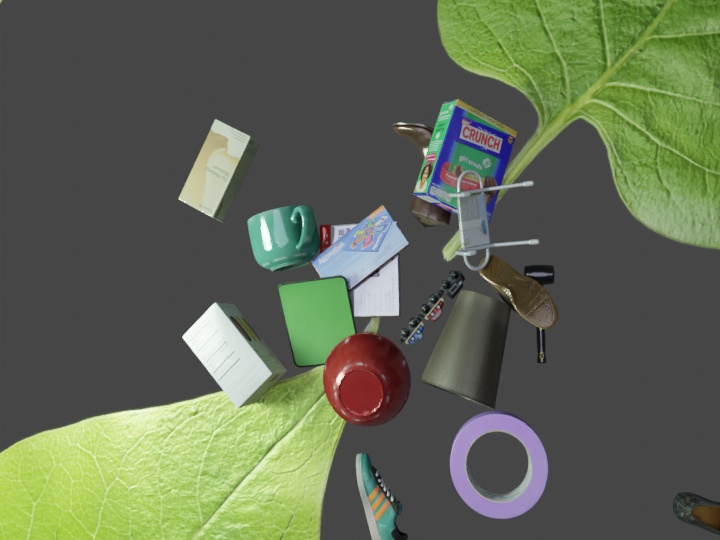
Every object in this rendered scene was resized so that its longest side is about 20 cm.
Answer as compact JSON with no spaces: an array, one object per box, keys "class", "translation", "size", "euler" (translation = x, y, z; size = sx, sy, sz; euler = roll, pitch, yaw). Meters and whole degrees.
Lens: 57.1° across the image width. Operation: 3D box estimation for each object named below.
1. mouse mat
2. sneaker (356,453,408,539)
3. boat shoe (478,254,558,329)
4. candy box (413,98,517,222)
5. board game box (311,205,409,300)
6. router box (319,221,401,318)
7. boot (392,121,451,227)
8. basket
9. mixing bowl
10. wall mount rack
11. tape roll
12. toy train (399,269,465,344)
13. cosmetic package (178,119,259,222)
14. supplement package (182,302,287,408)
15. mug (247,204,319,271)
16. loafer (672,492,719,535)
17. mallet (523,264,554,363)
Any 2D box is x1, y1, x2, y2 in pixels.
[{"class":"mouse mat","translation":[-0.089,0.113,1.434],"size":[0.156,0.008,0.206],"euler":[-7,110,11]},{"class":"sneaker","translation":[0.045,0.479,1.392],"size":[0.078,0.071,0.206],"euler":[-16,87,3]},{"class":"boat shoe","translation":[0.326,0.049,1.361],"size":[0.072,0.072,0.199],"euler":[-48,61,-2]},{"class":"candy box","translation":[0.220,-0.225,1.383],"size":[0.165,0.077,0.206],"euler":[19,87,-24]},{"class":"board game box","translation":[-0.001,-0.038,1.422],"size":[0.198,0.019,0.104],"euler":[-37,81,5]},{"class":"router box","translation":[0.000,0.000,1.453],"size":[0.174,0.049,0.207],"euler":[-3,84,10]},{"class":"boot","translation":[0.131,-0.207,1.445],"size":[0.181,0.064,0.206],"euler":[18,92,9]},{"class":"basket","translation":[0.227,0.156,1.353],"size":[0.178,0.135,0.205],"euler":[12,79,48]},{"class":"mixing bowl","translation":[0.006,0.241,1.382],"size":[0.194,0.108,0.207],"euler":[1,95,8]},{"class":"wall mount rack","translation":[0.266,-0.104,1.333],"size":[0.169,0.074,0.207],"euler":[-11,99,-21]},{"class":"tape roll","translation":[0.282,0.395,1.356],"size":[0.194,0.066,0.207],"euler":[-1,84,10]},{"class":"toy train","translation":[0.156,0.084,1.426],"size":[0.046,0.034,0.201],"euler":[40,92,-1]},{"class":"cosmetic package","translation":[-0.324,-0.228,1.523],"size":[0.103,0.071,0.205],"euler":[24,89,11]},{"class":"supplement package","translation":[-0.274,0.183,1.452],"size":[0.109,0.114,0.201],"euler":[-43,80,5]},{"class":"mug","translation":[-0.162,-0.066,1.420],"size":[0.147,0.185,0.118],"euler":[-13,85,-2]},{"class":"loafer","translation":[0.708,0.482,1.266],"size":[0.194,0.072,0.075],"euler":[8,85,10]},{"class":"mallet","translation":[0.386,0.088,1.384],"size":[0.064,0.041,0.207],"euler":[-9,87,12]}]
